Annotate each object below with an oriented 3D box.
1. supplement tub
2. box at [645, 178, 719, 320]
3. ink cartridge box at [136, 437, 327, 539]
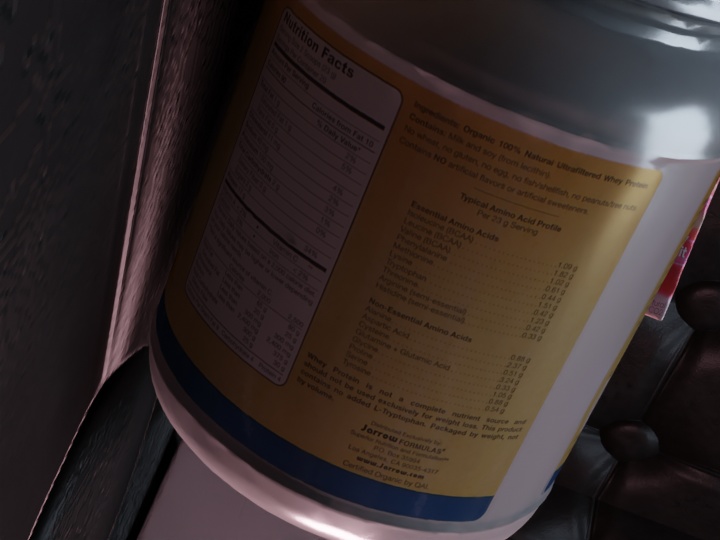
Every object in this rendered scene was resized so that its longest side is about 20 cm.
[{"bbox_3d":[0.028,-0.030,0.406,0.145,0.144,0.200,-65,178,-65],"label":"supplement tub"},{"bbox_3d":[0.079,-0.058,0.707,0.095,0.200,0.100,-103,-147,-77],"label":"box"},{"bbox_3d":[-0.076,0.182,0.658,0.200,0.084,0.145,105,6,-67],"label":"ink cartridge box"}]
